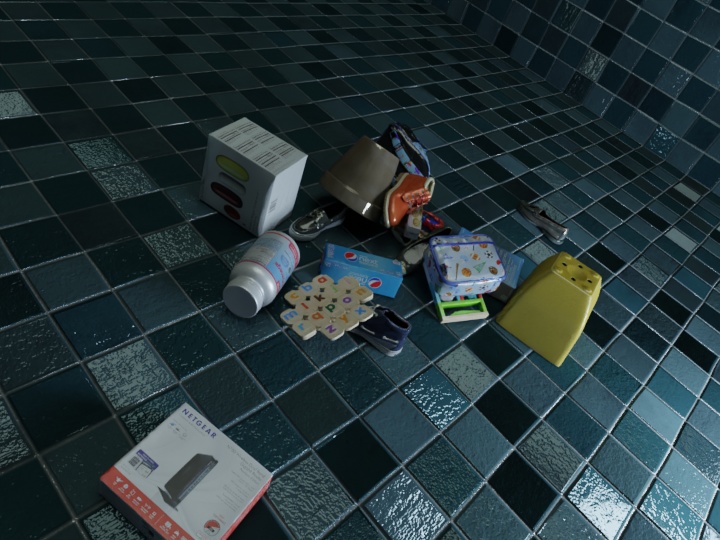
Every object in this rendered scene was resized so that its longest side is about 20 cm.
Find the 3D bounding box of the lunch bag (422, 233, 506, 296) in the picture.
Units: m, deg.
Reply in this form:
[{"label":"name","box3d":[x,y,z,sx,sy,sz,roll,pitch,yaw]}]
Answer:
[{"label":"lunch bag","box3d":[0.256,-0.020,1.418,0.196,0.076,0.163,-2,58,-18]}]

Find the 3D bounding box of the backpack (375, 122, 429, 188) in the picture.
[{"label":"backpack","box3d":[0.125,-0.318,1.701,0.201,0.183,0.134,49,27,8]}]

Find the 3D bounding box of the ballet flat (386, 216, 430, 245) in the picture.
[{"label":"ballet flat","box3d":[0.153,-0.083,1.554,0.198,0.071,0.066,33,68,15]}]

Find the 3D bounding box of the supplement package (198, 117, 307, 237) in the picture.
[{"label":"supplement package","box3d":[-0.267,-0.229,1.390,0.198,0.193,0.147,32,39,11]}]

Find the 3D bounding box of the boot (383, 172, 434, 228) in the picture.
[{"label":"boot","box3d":[0.127,-0.186,1.486,0.106,0.076,0.201,9,51,25]}]

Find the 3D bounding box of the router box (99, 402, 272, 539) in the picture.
[{"label":"router box","box3d":[-0.270,0.335,0.886,0.198,0.049,0.179,34,41,12]}]

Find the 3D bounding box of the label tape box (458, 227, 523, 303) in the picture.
[{"label":"label tape box","box3d":[0.340,-0.017,1.560,0.198,0.064,0.145,28,41,7]}]

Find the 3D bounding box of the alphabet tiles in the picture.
[{"label":"alphabet tiles","box3d":[-0.072,0.078,1.234,0.198,0.015,0.195,-30,43,-27]}]

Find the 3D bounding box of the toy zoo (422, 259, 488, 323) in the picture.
[{"label":"toy zoo","box3d":[0.236,0.033,1.436,0.129,0.021,0.203,-4,61,-17]}]

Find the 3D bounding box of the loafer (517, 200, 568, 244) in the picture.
[{"label":"loafer","box3d":[0.607,-0.174,1.864,0.071,0.063,0.201,-15,54,-38]}]

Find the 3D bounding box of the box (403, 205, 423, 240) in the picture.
[{"label":"box","box3d":[0.148,-0.163,1.546,0.041,0.039,0.202,17,42,-4]}]

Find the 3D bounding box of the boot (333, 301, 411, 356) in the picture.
[{"label":"boot","box3d":[0.019,0.100,1.252,0.198,0.091,0.073,31,40,8]}]

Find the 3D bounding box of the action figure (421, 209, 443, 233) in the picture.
[{"label":"action figure","box3d":[0.170,-0.147,1.620,0.198,0.066,0.052,31,16,10]}]

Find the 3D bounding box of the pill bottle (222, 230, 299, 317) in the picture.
[{"label":"pill bottle","box3d":[-0.215,0.007,1.223,0.107,0.110,0.201,25,40,2]}]

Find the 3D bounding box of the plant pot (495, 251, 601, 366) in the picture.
[{"label":"plant pot","box3d":[0.499,0.076,1.432,0.194,0.202,0.194,37,41,14]}]

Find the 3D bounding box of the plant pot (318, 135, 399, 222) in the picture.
[{"label":"plant pot","box3d":[0.011,-0.256,1.513,0.198,0.175,0.200,33,11,-7]}]

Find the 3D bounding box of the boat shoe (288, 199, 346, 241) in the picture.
[{"label":"boat shoe","box3d":[-0.109,-0.137,1.474,0.068,0.057,0.199,40,42,18]}]

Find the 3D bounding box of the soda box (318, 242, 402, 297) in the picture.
[{"label":"soda box","box3d":[0.000,0.000,1.370,0.196,0.068,0.065,15,40,-11]}]

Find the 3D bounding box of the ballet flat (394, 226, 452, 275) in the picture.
[{"label":"ballet flat","box3d":[0.159,-0.057,1.475,0.199,0.057,0.067,-37,76,-16]}]
